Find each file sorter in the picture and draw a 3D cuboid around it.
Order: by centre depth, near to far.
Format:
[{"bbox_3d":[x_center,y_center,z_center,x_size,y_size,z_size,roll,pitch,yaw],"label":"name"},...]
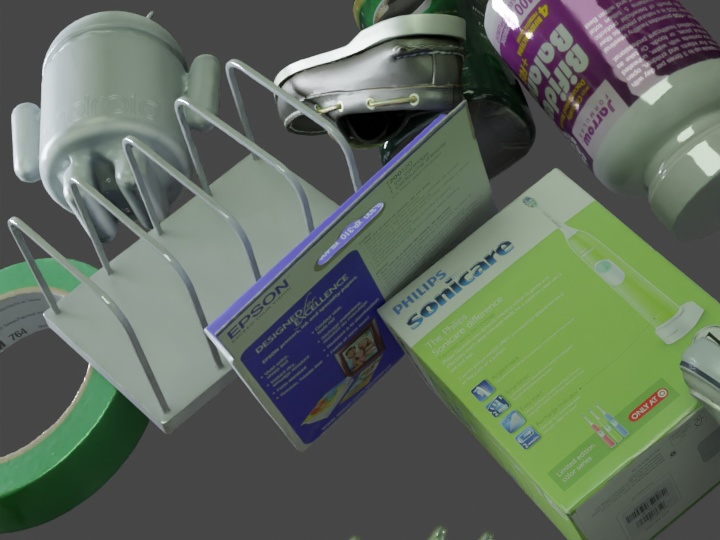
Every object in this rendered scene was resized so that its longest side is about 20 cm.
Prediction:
[{"bbox_3d":[-0.107,-0.025,1.076,0.200,0.125,0.139,-39,55,-20],"label":"file sorter"}]

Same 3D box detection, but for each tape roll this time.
[{"bbox_3d":[-0.240,0.086,1.152,0.200,0.048,0.201,-14,50,17],"label":"tape roll"}]

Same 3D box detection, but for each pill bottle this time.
[{"bbox_3d":[0.174,-0.118,1.038,0.112,0.112,0.200,-34,63,0],"label":"pill bottle"}]

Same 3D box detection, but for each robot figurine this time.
[{"bbox_3d":[-0.184,-0.116,1.233,0.170,0.113,0.200,-13,50,5],"label":"robot figurine"}]

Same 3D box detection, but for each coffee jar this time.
[{"bbox_3d":[0.055,-0.153,1.155,0.104,0.085,0.200,-30,46,24],"label":"coffee jar"}]

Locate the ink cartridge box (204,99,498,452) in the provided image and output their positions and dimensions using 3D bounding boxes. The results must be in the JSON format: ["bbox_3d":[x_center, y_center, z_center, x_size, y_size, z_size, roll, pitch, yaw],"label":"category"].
[{"bbox_3d":[0.000,0.000,0.992,0.198,0.200,0.043,-43,64,-9],"label":"ink cartridge box"}]

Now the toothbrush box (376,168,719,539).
[{"bbox_3d":[0.129,0.055,0.961,0.146,0.086,0.200,-39,49,-6],"label":"toothbrush box"}]

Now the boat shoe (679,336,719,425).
[{"bbox_3d":[0.225,0.127,0.832,0.202,0.075,0.086,43,93,5],"label":"boat shoe"}]

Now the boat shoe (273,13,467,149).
[{"bbox_3d":[0.002,-0.112,1.055,0.202,0.072,0.060,-16,77,59],"label":"boat shoe"}]
